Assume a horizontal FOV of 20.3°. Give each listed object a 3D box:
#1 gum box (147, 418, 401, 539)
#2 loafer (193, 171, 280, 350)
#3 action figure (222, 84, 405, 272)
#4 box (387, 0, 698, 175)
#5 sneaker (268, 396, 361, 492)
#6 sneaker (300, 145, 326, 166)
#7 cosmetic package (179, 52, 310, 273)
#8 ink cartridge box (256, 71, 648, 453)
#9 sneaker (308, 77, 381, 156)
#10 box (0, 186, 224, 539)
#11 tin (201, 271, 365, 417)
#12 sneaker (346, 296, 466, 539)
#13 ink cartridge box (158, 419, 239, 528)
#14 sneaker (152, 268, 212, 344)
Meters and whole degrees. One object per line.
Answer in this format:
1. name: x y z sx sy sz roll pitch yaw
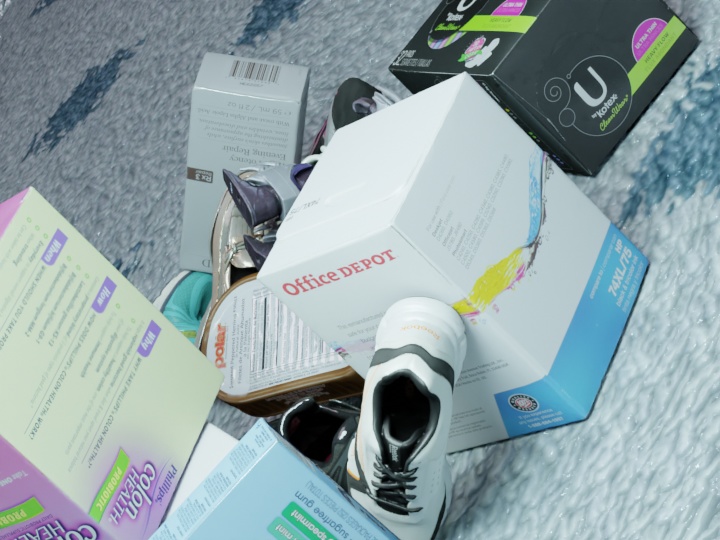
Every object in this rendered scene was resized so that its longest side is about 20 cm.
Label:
1. gum box: -0.068 0.223 1.280 0.200 0.170 0.045 -46 23 1
2. loafer: -0.097 0.012 1.755 0.063 0.072 0.201 7 85 62
3. action figure: 0.005 -0.069 1.486 0.199 0.131 0.069 -23 37 -16
4. box: 0.143 -0.174 1.623 0.149 0.124 0.200 -52 21 -10
5. sneaker: -0.032 0.124 1.494 0.200 0.084 0.077 -7 44 57
6. sneaker: -0.013 -0.074 1.666 0.070 0.080 0.200 -45 10 13
7. cosmetic package: -0.106 -0.091 1.826 0.074 0.101 0.201 -78 -5 -56
8. ink cartridge box: 0.064 -0.001 1.375 0.146 0.200 0.146 -20 35 47
9. sneaker: -0.021 -0.075 1.845 0.086 0.080 0.201 -56 9 52
10. box: -0.213 0.082 1.344 0.096 0.200 0.176 -26 29 37
11. tin: -0.041 0.045 1.543 0.199 0.042 0.113 -17 57 34
12. sneaker: 0.022 0.118 1.301 0.073 0.201 0.080 8 32 9
13. ink cartridge box: -0.095 0.177 1.438 0.086 0.146 0.200 -49 23 -11
14. sneaker: -0.155 0.083 1.824 0.079 0.078 0.201 -13 45 31
